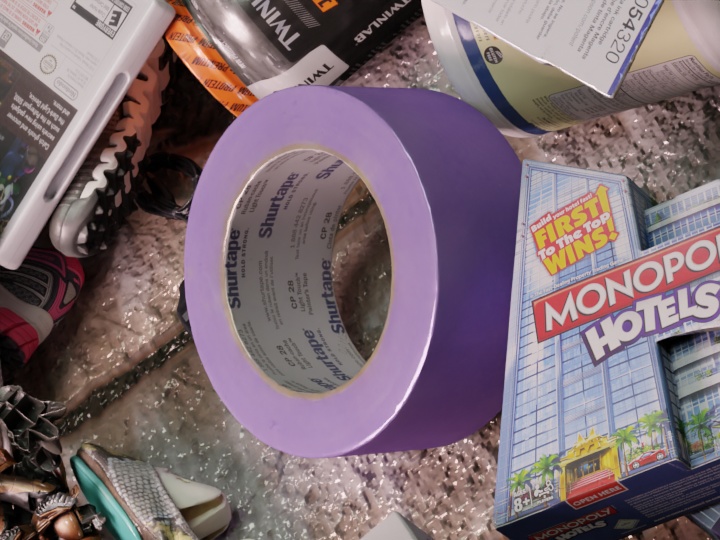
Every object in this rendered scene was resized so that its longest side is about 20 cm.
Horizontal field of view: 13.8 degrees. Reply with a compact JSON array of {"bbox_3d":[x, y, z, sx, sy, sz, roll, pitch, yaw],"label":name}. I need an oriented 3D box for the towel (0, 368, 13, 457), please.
[{"bbox_3d":[-0.283,0.019,1.804,0.191,0.200,0.032,23,38,40],"label":"towel"}]

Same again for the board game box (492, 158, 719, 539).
[{"bbox_3d":[0.152,0.018,1.481,0.200,0.062,0.200,-24,55,24],"label":"board game box"}]

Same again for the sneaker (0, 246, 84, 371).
[{"bbox_3d":[-0.252,-0.006,1.860,0.200,0.081,0.075,29,67,35],"label":"sneaker"}]

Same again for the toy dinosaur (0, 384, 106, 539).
[{"bbox_3d":[-0.202,0.135,1.693,0.200,0.136,0.102,22,66,31],"label":"toy dinosaur"}]

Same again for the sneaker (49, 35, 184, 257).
[{"bbox_3d":[-0.169,-0.090,1.811,0.090,0.066,0.200,11,53,8],"label":"sneaker"}]

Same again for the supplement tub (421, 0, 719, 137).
[{"bbox_3d":[0.148,-0.162,1.606,0.200,0.145,0.145,-15,57,29],"label":"supplement tub"}]

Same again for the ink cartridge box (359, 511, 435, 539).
[{"bbox_3d":[0.047,0.196,1.436,0.067,0.200,0.116,-41,48,9],"label":"ink cartridge box"}]

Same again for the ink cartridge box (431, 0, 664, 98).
[{"bbox_3d":[0.104,-0.213,1.531,0.200,0.043,0.196,33,100,27],"label":"ink cartridge box"}]

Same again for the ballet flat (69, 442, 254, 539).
[{"bbox_3d":[-0.094,0.159,1.661,0.072,0.072,0.200,-44,48,7],"label":"ballet flat"}]

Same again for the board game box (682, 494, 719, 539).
[{"bbox_3d":[0.223,0.044,1.494,0.200,0.057,0.165,-53,46,-1],"label":"board game box"}]

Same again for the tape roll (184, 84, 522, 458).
[{"bbox_3d":[0.000,0.000,1.606,0.200,0.085,0.200,1,92,47],"label":"tape roll"}]

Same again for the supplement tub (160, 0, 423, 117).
[{"bbox_3d":[-0.018,-0.184,1.755,0.200,0.123,0.123,-41,48,10],"label":"supplement tub"}]

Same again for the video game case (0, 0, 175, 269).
[{"bbox_3d":[-0.214,-0.119,1.799,0.200,0.023,0.182,37,97,45],"label":"video game case"}]

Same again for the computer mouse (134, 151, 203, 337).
[{"bbox_3d":[-0.091,-0.008,1.774,0.059,0.034,0.200,-42,41,10],"label":"computer mouse"}]
